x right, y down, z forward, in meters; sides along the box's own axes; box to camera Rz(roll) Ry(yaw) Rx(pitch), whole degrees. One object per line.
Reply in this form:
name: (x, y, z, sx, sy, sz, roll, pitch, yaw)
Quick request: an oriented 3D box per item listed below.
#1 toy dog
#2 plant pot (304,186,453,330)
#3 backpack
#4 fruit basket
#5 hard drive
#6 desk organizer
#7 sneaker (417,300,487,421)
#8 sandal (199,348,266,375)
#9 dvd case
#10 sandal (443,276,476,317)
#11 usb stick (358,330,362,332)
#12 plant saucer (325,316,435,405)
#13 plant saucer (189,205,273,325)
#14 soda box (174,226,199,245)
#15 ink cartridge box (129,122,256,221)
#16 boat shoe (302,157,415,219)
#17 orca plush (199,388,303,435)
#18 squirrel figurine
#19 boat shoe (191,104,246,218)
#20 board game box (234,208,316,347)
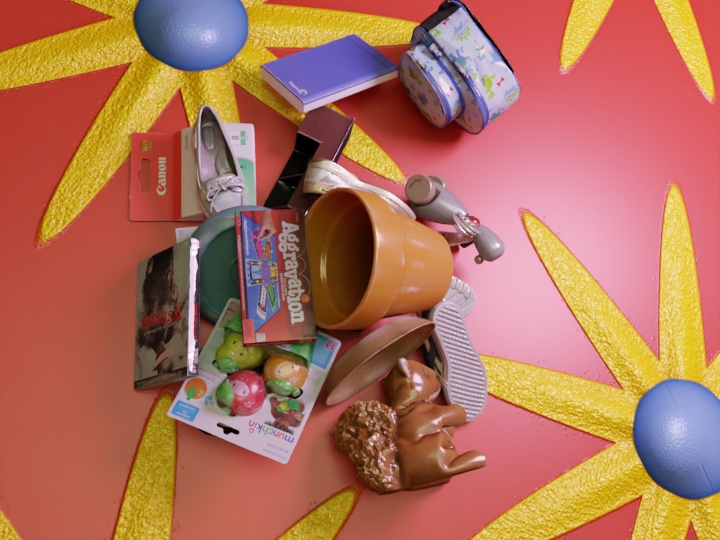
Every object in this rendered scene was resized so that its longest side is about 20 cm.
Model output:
toy dog: (0.137, -0.076, 1.246, 0.132, 0.096, 0.200, 17, 30, -45)
plant pot: (0.031, -0.009, 1.108, 0.183, 0.200, 0.201, 7, 69, -37)
backpack: (0.163, -0.330, 1.294, 0.147, 0.183, 0.200, -41, 90, -5)
fruit basket: (-0.147, 0.147, 1.062, 0.184, 0.094, 0.201, 21, 55, 9)
hard drive: (-0.053, -0.343, 1.291, 0.199, 0.025, 0.132, -27, 55, -27)
desk organizer: (-0.087, -0.175, 1.247, 0.077, 0.072, 0.201, 25, 69, 0)
sneaker: (0.144, 0.138, 1.198, 0.078, 0.079, 0.201, -19, 102, -20)
sandal: (-0.160, 0.126, 1.156, 0.199, 0.045, 0.075, -15, 70, -1)
dvd case: (-0.283, 0.066, 1.098, 0.022, 0.146, 0.201, 13, 67, -45)
sandal: (0.097, 0.012, 1.240, 0.202, 0.050, 0.083, 39, 85, -4)
usb stick: (0.000, 0.000, 1.230, 0.055, 0.033, 0.201, 16, 70, -15)
plant saucer: (0.021, 0.125, 1.107, 0.200, 0.200, 0.036, -31, 73, -19)
plant saucer: (-0.170, 0.002, 1.139, 0.199, 0.027, 0.201, -4, 107, -14)
soda box: (-0.188, -0.033, 1.184, 0.199, 0.064, 0.069, -6, 74, -13)
ink cartridge box: (-0.270, -0.161, 1.217, 0.199, 0.050, 0.162, 0, 72, -14)
boat shoe: (-0.005, -0.106, 1.198, 0.199, 0.074, 0.067, 26, 75, -18)
orca plush: (-0.148, 0.209, 1.131, 0.199, 0.071, 0.105, -27, 35, -27)
squirrel figurine: (0.060, 0.228, 1.117, 0.199, 0.142, 0.188, -8, 68, -17)
boat shoe: (-0.222, -0.158, 1.165, 0.074, 0.065, 0.203, -9, 71, -14)
board game box: (-0.122, 0.007, 1.069, 0.102, 0.019, 0.201, -3, 68, -13)
